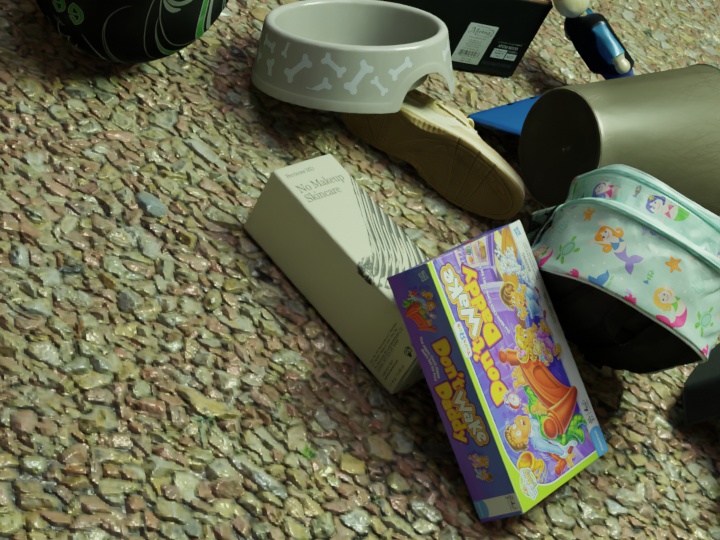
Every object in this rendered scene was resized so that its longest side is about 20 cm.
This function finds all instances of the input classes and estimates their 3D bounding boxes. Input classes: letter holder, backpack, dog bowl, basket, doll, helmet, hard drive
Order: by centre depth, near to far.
[{"bbox_3d":[0.226,0.003,1.249,0.176,0.152,0.200,31,-4,-5],"label":"backpack"},{"bbox_3d":[-0.196,-0.279,1.301,0.197,0.191,0.203,3,73,-10],"label":"helmet"},{"bbox_3d":[0.379,0.075,1.361,0.199,0.134,0.043,-29,94,-50],"label":"hard drive"},{"bbox_3d":[-0.005,-0.207,1.400,0.197,0.059,0.201,4,25,-2],"label":"dog bowl"},{"bbox_3d":[0.260,-0.111,1.417,0.198,0.135,0.183,-2,88,-36],"label":"basket"},{"bbox_3d":[0.081,-0.304,1.605,0.198,0.101,0.143,3,43,-33],"label":"letter holder"},{"bbox_3d":[0.267,-0.242,1.633,0.200,0.048,0.137,45,4,-37],"label":"doll"}]

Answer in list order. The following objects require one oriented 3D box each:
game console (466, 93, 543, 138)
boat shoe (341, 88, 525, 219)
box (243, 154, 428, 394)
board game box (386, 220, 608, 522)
[{"bbox_3d":[0.231,-0.113,1.565,0.199,0.118,0.173,-20,91,-46],"label":"game console"},{"bbox_3d":[0.079,-0.127,1.423,0.199,0.074,0.069,35,42,4],"label":"boat shoe"},{"bbox_3d":[0.000,0.000,1.227,0.200,0.069,0.082,47,39,18],"label":"box"},{"bbox_3d":[0.110,0.076,1.165,0.134,0.044,0.202,-24,93,-48],"label":"board game box"}]
